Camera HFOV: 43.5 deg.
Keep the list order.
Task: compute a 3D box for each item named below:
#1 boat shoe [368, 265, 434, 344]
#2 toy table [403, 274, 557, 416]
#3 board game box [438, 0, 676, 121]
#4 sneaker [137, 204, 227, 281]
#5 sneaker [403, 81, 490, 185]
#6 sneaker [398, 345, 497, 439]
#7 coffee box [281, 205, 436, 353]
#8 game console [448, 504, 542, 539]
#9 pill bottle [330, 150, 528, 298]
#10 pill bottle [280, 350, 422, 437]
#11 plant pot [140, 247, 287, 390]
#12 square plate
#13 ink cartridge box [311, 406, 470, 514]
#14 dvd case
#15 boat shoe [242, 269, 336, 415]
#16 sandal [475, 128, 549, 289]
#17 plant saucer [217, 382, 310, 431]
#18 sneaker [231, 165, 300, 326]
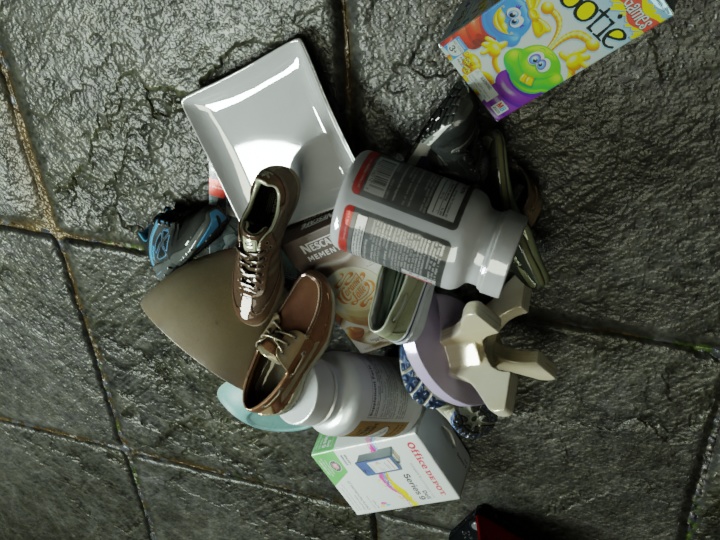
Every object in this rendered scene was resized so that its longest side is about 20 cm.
[{"bbox_3d":[0.059,-0.013,1.079,0.071,0.203,0.062,6,173,41],"label":"boat shoe"},{"bbox_3d":[0.155,0.096,1.139,0.116,0.186,0.199,-11,156,42],"label":"toy table"},{"bbox_3d":[0.191,-0.253,0.872,0.199,0.105,0.103,-28,113,38],"label":"board game box"},{"bbox_3d":[-0.252,-0.050,1.238,0.082,0.073,0.199,55,140,-4],"label":"sneaker"},{"bbox_3d":[0.112,-0.138,0.979,0.087,0.076,0.200,32,172,-3],"label":"sneaker"},{"bbox_3d":[0.107,0.151,1.245,0.077,0.085,0.200,-37,121,3],"label":"sneaker"},{"bbox_3d":[0.000,0.000,1.166,0.113,0.080,0.201,-21,121,28],"label":"coffee box"},{"bbox_3d":[0.246,0.478,1.438,0.199,0.119,0.173,31,133,-2],"label":"game console"},{"bbox_3d":[0.075,-0.048,0.998,0.198,0.116,0.117,21,133,9],"label":"pill bottle"},{"bbox_3d":[-0.017,0.169,1.238,0.114,0.116,0.199,-28,153,37],"label":"pill bottle"},{"bbox_3d":[-0.175,0.050,1.215,0.200,0.200,0.135,38,89,-10],"label":"plant pot"},{"bbox_3d":[-0.103,-0.155,1.107,0.198,0.028,0.200,-18,105,32],"label":"square plate"},{"bbox_3d":[0.048,0.285,1.388,0.198,0.088,0.146,-18,118,30],"label":"ink cartridge box"},{"bbox_3d":[-0.139,-0.063,1.229,0.144,0.022,0.202,16,131,11],"label":"dvd case"},{"bbox_3d":[-0.091,0.095,1.124,0.075,0.071,0.202,28,105,30],"label":"boat shoe"},{"bbox_3d":[0.183,-0.075,1.054,0.057,0.080,0.203,-27,112,-8],"label":"sandal"},{"bbox_3d":[-0.119,0.209,1.371,0.198,0.039,0.202,-1,152,0],"label":"plant saucer"},{"bbox_3d":[-0.128,-0.028,1.086,0.070,0.075,0.203,16,101,20],"label":"sneaker"}]
